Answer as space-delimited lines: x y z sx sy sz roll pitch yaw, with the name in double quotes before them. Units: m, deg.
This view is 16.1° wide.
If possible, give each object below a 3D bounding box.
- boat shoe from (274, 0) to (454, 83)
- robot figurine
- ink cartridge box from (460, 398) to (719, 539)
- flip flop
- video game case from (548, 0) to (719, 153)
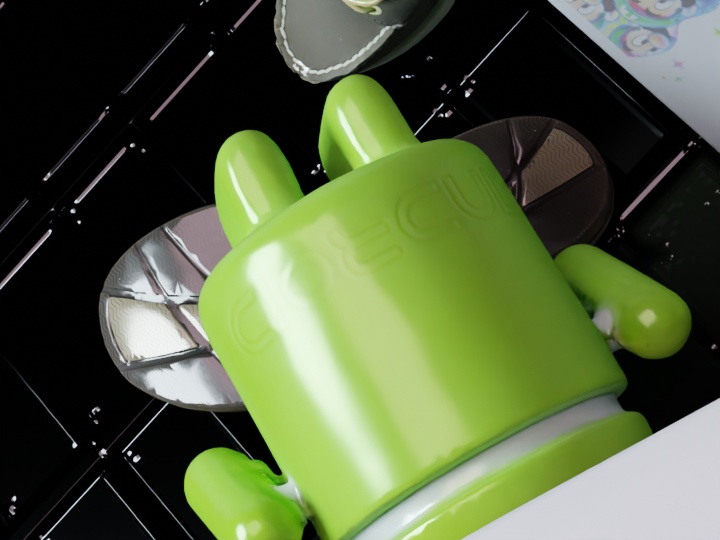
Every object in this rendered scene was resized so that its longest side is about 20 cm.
"boat shoe" 0.010 -0.133 0.930 0.072 0.060 0.202 41 139 5
"robot figurine" 0.022 0.037 0.858 0.175 0.116 0.200 -28 78 -12
"ink cartridge box" 0.136 0.104 0.771 0.145 0.200 0.084 -31 64 14
"flip flop" 0.000 0.000 0.958 0.200 0.058 0.081 -22 74 1
"video game case" 0.131 -0.116 0.817 0.182 0.200 0.024 -25 34 49
